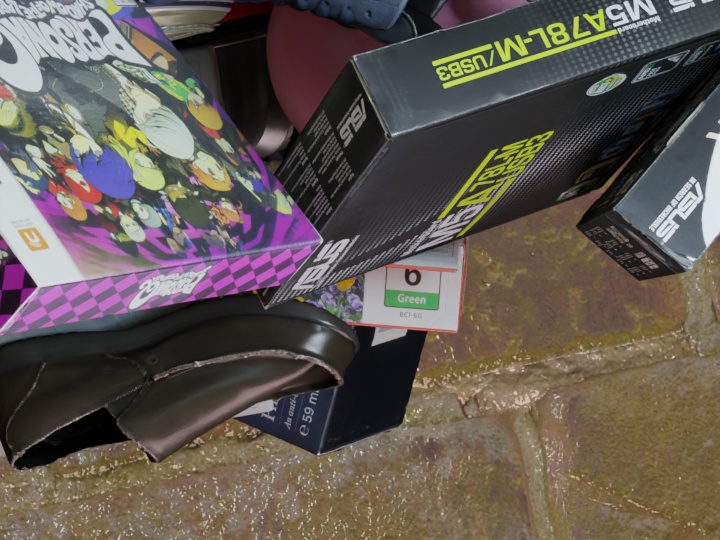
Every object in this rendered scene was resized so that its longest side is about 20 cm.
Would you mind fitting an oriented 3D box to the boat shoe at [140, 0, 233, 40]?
[{"bbox_3d":[-0.156,-0.107,1.368,0.199,0.062,0.072,-11,179,0],"label":"boat shoe"}]

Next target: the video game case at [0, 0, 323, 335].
[{"bbox_3d":[-0.130,-0.061,1.178,0.036,0.181,0.200,-47,160,28],"label":"video game case"}]

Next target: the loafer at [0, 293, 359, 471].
[{"bbox_3d":[-0.094,0.065,1.415,0.200,0.072,0.073,-12,153,15],"label":"loafer"}]

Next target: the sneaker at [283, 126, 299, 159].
[{"bbox_3d":[0.007,-0.091,1.514,0.079,0.074,0.200,16,-141,-3],"label":"sneaker"}]

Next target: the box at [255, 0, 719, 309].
[{"bbox_3d":[0.056,-0.063,1.269,0.193,0.048,0.200,-21,166,-26],"label":"box"}]

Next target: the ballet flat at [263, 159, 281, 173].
[{"bbox_3d":[-0.123,-0.027,1.690,0.200,0.072,0.072,-11,179,20],"label":"ballet flat"}]

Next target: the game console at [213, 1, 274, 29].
[{"bbox_3d":[-0.135,-0.131,1.494,0.199,0.031,0.177,-11,-175,2],"label":"game console"}]

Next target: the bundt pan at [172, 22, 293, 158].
[{"bbox_3d":[-0.109,-0.095,1.612,0.201,0.076,0.202,-12,-173,1],"label":"bundt pan"}]

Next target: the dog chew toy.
[{"bbox_3d":[0.042,-0.123,1.354,0.124,0.125,0.200,-11,172,-37],"label":"dog chew toy"}]

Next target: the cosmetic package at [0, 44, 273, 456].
[{"bbox_3d":[-0.159,-0.003,1.489,0.199,0.123,0.200,-9,150,0],"label":"cosmetic package"}]

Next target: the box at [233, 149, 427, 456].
[{"bbox_3d":[-0.059,-0.015,1.764,0.198,0.200,0.123,21,-164,24],"label":"box"}]

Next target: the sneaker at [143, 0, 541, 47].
[{"bbox_3d":[-0.008,-0.128,1.232,0.200,0.085,0.075,-12,179,21],"label":"sneaker"}]

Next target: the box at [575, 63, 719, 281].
[{"bbox_3d":[0.172,-0.071,1.285,0.160,0.044,0.200,-50,179,-2],"label":"box"}]

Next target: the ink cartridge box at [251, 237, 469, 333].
[{"bbox_3d":[0.000,0.000,1.445,0.109,0.050,0.200,5,-170,2],"label":"ink cartridge box"}]
